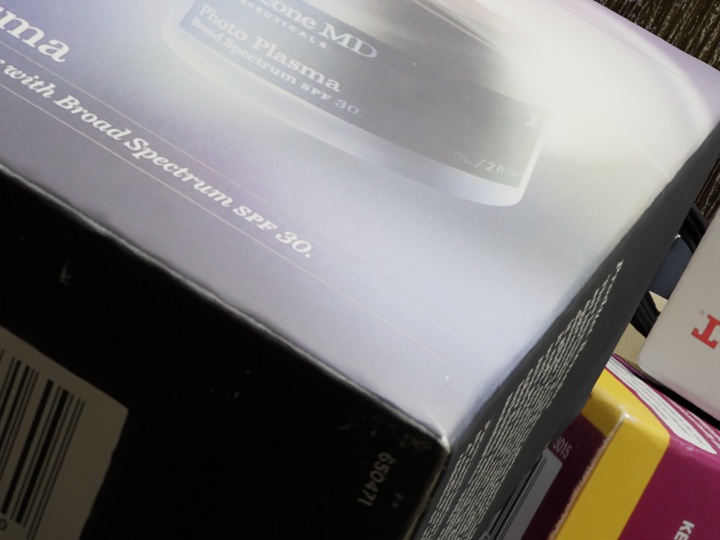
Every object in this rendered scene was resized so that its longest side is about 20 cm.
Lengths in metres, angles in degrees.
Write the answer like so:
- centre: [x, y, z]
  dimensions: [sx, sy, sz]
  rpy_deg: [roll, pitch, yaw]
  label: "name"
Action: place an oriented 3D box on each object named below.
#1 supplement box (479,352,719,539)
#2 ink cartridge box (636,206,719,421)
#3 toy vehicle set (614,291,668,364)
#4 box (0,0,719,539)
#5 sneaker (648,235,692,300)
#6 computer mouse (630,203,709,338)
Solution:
- centre: [0.117, 0.108, 0.740]
  dimensions: [0.199, 0.104, 0.131]
  rpy_deg: [26, 6, -17]
  label: "supplement box"
- centre: [0.216, -0.010, 0.726]
  dimensions: [0.147, 0.201, 0.146]
  rpy_deg: [34, 9, 38]
  label: "ink cartridge box"
- centre: [0.139, 0.092, 0.890]
  dimensions: [0.199, 0.125, 0.026]
  rpy_deg: [26, -23, -29]
  label: "toy vehicle set"
- centre: [-0.044, -0.014, 0.552]
  dimensions: [0.199, 0.124, 0.198]
  rpy_deg: [31, 33, 10]
  label: "box"
- centre: [0.068, 0.037, 0.925]
  dimensions: [0.202, 0.147, 0.077]
  rpy_deg: [22, 10, -40]
  label: "sneaker"
- centre: [0.103, 0.057, 0.809]
  dimensions: [0.058, 0.201, 0.034]
  rpy_deg: [-11, 17, -10]
  label: "computer mouse"
